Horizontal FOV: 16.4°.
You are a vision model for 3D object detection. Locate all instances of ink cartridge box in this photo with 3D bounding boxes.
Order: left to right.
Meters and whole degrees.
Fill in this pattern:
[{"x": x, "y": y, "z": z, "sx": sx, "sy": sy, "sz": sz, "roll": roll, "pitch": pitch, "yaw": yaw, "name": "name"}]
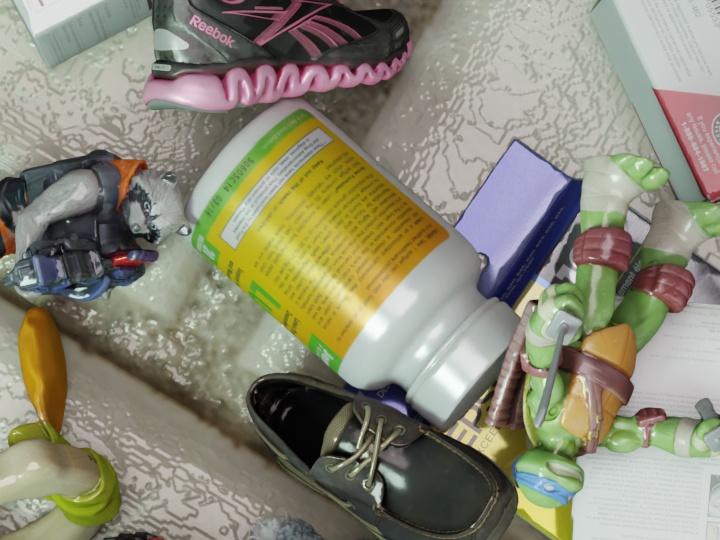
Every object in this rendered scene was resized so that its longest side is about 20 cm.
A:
[{"x": 0.124, "y": 0.052, "z": 1.532, "sx": 0.200, "sy": 0.047, "sz": 0.198, "roll": 34, "pitch": 85, "yaw": -2, "name": "ink cartridge box"}, {"x": 0.181, "y": 0.120, "z": 1.472, "sx": 0.109, "sy": 0.050, "sz": 0.200, "roll": 6, "pitch": 82, "yaw": 7, "name": "ink cartridge box"}, {"x": 0.264, "y": -0.143, "z": 1.533, "sx": 0.200, "sy": 0.083, "sz": 0.146, "roll": -25, "pitch": 87, "yaw": -5, "name": "ink cartridge box"}]

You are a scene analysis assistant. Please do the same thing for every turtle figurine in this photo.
[{"x": 0.160, "y": 0.040, "z": 1.381, "sx": 0.144, "sy": 0.200, "sz": 0.194, "roll": 18, "pitch": 74, "yaw": -5, "name": "turtle figurine"}]

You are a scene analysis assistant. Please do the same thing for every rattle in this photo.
[{"x": -0.252, "y": 0.133, "z": 1.495, "sx": 0.200, "sy": 0.130, "sz": 0.143, "roll": -36, "pitch": 76, "yaw": 21, "name": "rattle"}]

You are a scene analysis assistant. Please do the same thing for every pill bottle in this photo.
[{"x": 0.000, "y": 0.000, "z": 1.481, "sx": 0.200, "sy": 0.111, "sz": 0.111, "roll": 41, "pitch": 85, "yaw": 10, "name": "pill bottle"}]

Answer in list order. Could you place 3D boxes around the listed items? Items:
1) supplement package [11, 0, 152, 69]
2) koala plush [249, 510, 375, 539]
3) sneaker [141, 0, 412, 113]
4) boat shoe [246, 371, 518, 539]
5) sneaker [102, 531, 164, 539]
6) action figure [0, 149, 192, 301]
[{"x": -0.129, "y": -0.222, "z": 1.505, "sx": 0.200, "sy": 0.110, "sz": 0.114, "roll": -27, "pitch": 86, "yaw": -5, "name": "supplement package"}, {"x": -0.001, "y": 0.247, "z": 1.457, "sx": 0.177, "sy": 0.184, "sz": 0.200, "roll": 14, "pitch": 73, "yaw": -2, "name": "koala plush"}, {"x": -0.047, "y": -0.149, "z": 1.478, "sx": 0.200, "sy": 0.079, "sz": 0.096, "roll": -14, "pitch": 100, "yaw": -44, "name": "sneaker"}, {"x": 0.003, "y": 0.112, "z": 1.453, "sx": 0.200, "sy": 0.073, "sz": 0.075, "roll": 18, "pitch": 78, "yaw": 43, "name": "boat shoe"}, {"x": -0.184, "y": 0.243, "z": 1.476, "sx": 0.200, "sy": 0.079, "sz": 0.096, "roll": -29, "pitch": 111, "yaw": -11, "name": "sneaker"}, {"x": -0.196, "y": -0.033, "z": 1.445, "sx": 0.193, "sy": 0.200, "sz": 0.105, "roll": -4, "pitch": 89, "yaw": 3, "name": "action figure"}]
